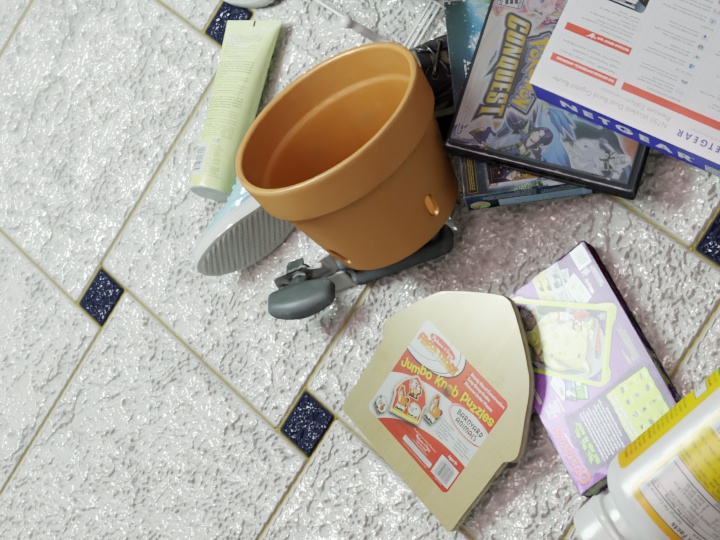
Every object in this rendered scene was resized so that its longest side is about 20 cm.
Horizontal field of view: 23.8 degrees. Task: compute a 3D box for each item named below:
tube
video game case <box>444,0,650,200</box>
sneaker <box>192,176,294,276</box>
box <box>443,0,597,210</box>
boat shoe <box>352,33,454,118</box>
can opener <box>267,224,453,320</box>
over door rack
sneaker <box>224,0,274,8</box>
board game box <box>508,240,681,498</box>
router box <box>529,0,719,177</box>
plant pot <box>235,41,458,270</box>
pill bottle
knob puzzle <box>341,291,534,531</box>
[{"bbox_3d":[-0.135,-0.176,1.832,0.057,0.052,0.202,13,78,-5],"label":"tube"},{"bbox_3d":[0.191,-0.181,1.563,0.179,0.026,0.202,15,76,14],"label":"video game case"},{"bbox_3d":[-0.103,-0.080,1.771,0.200,0.074,0.082,-42,48,8],"label":"sneaker"},{"bbox_3d":[0.155,-0.164,1.599,0.135,0.038,0.202,-7,72,9],"label":"box"},{"bbox_3d":[0.070,-0.191,1.678,0.199,0.065,0.073,-28,59,22],"label":"boat shoe"},{"bbox_3d":[0.000,0.000,1.680,0.199,0.053,0.067,-23,49,25],"label":"can opener"},{"bbox_3d":[0.017,-0.316,1.752,0.200,0.066,0.149,37,98,36],"label":"over door rack"},{"bbox_3d":[-0.168,-0.350,1.879,0.199,0.084,0.073,32,94,34],"label":"sneaker"},{"bbox_3d":[0.203,0.087,1.531,0.120,0.032,0.201,-36,59,17],"label":"board game box"},{"bbox_3d":[0.275,-0.201,1.503,0.199,0.049,0.181,26,87,17],"label":"router box"},{"bbox_3d":[0.000,-0.097,1.612,0.199,0.140,0.201,-25,34,18],"label":"plant pot"},{"bbox_3d":[0.275,0.171,1.405,0.200,0.112,0.113,-44,57,16],"label":"pill bottle"},{"bbox_3d":[0.091,0.109,1.592,0.218,0.030,0.222,-6,80,38],"label":"knob puzzle"}]
